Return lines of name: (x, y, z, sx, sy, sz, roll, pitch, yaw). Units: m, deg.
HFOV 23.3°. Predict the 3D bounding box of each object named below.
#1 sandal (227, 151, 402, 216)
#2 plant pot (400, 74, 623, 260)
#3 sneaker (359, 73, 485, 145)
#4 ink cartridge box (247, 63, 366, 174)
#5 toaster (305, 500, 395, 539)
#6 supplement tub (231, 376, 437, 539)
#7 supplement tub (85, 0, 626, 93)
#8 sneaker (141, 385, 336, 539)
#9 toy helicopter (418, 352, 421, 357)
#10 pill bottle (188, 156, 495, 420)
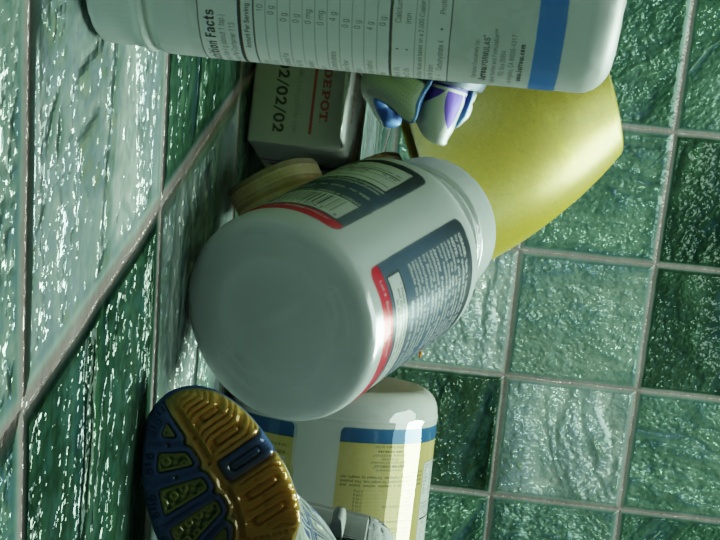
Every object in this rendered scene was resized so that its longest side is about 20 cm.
sandal: (-0.018, -0.031, 1.148, 0.070, 0.077, 0.212, 65, 22, 6)
plant pot: (0.100, -0.110, 1.213, 0.200, 0.141, 0.201, -16, 90, -90)
sneaker: (0.073, -0.148, 1.034, 0.200, 0.080, 0.147, -7, -101, 49)
ink cartridge box: (-0.033, -0.130, 1.186, 0.200, 0.067, 0.116, 70, 26, -83)
toaster: (-0.048, 0.228, 1.057, 0.114, 0.128, 0.201, -75, 170, -65)
supplement tub: (-0.026, 0.174, 1.203, 0.145, 0.144, 0.201, -36, 132, -85)
supplement tub: (0.003, -0.141, 0.670, 0.132, 0.199, 0.133, 7, 90, -86)
sneaker: (-0.058, 0.139, 0.919, 0.201, 0.075, 0.088, 62, 0, -22)
toy helicopter: (0.006, 0.033, 1.203, 0.200, 0.132, 0.079, -178, -85, -71)
pill bottle: (0.000, 0.000, 1.019, 0.200, 0.119, 0.120, -30, 130, -57)
